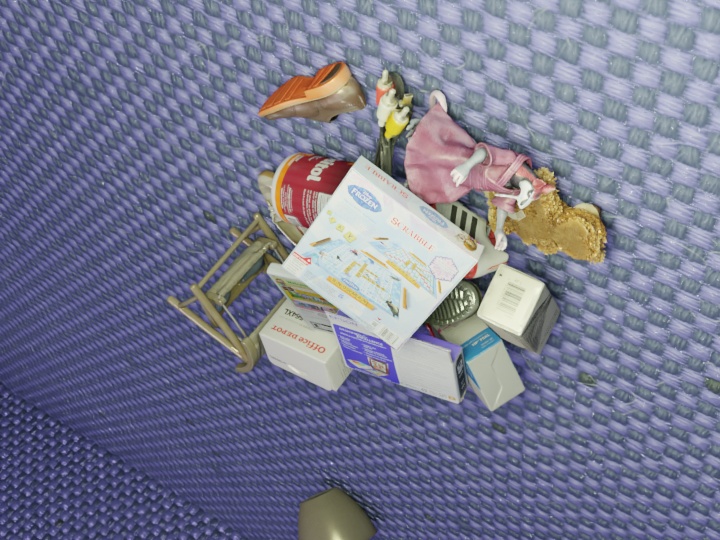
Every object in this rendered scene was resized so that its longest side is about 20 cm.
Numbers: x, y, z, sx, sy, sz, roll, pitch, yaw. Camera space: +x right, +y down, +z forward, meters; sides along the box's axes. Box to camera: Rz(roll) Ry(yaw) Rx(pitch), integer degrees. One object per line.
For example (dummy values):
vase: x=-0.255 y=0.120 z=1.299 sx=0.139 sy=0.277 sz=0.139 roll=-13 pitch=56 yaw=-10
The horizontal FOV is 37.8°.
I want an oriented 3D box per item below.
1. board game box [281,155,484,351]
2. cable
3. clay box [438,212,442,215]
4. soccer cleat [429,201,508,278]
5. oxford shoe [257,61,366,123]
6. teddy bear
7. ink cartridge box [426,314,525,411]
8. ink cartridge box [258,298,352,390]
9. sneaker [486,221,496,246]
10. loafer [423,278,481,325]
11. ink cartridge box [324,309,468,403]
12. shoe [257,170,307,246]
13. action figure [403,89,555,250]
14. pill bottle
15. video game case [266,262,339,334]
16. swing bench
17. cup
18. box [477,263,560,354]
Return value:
board game box: x=0.026 y=-0.018 z=1.379 sx=0.200 sy=0.041 sz=0.200 roll=37 pitch=128 yaw=-4
cable: x=0.027 y=-0.185 z=1.406 sx=0.200 sy=0.050 sz=0.097 roll=113 pitch=142 yaw=-52
clay box: x=0.030 y=-0.056 z=1.443 sx=0.115 sy=0.048 sz=0.200 roll=32 pitch=144 yaw=-7
soccer cleat: x=0.133 y=-0.062 z=1.459 sx=0.200 sy=0.085 sz=0.069 roll=-121 pitch=34 yaw=-43
oxford shoe: x=-0.073 y=-0.233 z=1.488 sx=0.200 sy=0.071 sz=0.073 roll=-4 pitch=135 yaw=51
teddy bear: x=0.238 y=-0.076 z=1.371 sx=0.200 sy=0.067 sz=0.145 roll=8 pitch=130 yaw=53
ink cartridge box: x=0.168 y=0.117 z=1.658 sx=0.116 sy=0.067 sz=0.200 roll=61 pitch=174 yaw=-34
ink cartridge box: x=-0.052 y=0.084 z=1.775 sx=0.146 sy=0.200 sz=0.084 roll=20 pitch=147 yaw=29
sneaker: x=0.105 y=-0.039 z=1.543 sx=0.199 sy=0.082 sz=0.078 roll=4 pitch=136 yaw=48
loafer: x=0.116 y=0.046 z=1.588 sx=0.200 sy=0.069 sz=0.076 roll=-10 pitch=91 yaw=52
ink cartridge box: x=0.057 y=0.117 z=1.561 sx=0.197 sy=0.044 sz=0.200 roll=17 pitch=156 yaw=18
shoe: x=-0.106 y=-0.082 z=1.754 sx=0.200 sy=0.053 sz=0.070 roll=49 pitch=150 yaw=-17
action figure: x=0.154 y=-0.126 z=1.325 sx=0.199 sy=0.149 sz=0.134 roll=13 pitch=147 yaw=27
pill bottle: x=-0.027 y=-0.107 z=1.567 sx=0.199 sy=0.113 sz=0.113 roll=16 pitch=144 yaw=35
video game case: x=-0.024 y=0.058 z=1.601 sx=0.199 sy=0.022 sz=0.182 roll=12 pitch=154 yaw=29
swing bench: x=-0.198 y=0.043 z=1.886 sx=0.200 sy=0.199 sz=0.130 roll=46 pitch=150 yaw=-13
cup: x=-0.077 y=0.624 z=2.612 sx=0.200 sy=0.200 sz=0.144 roll=-36 pitch=76 yaw=60
box: x=0.223 y=0.057 z=1.462 sx=0.068 sy=0.082 sz=0.200 roll=25 pitch=178 yaw=21
